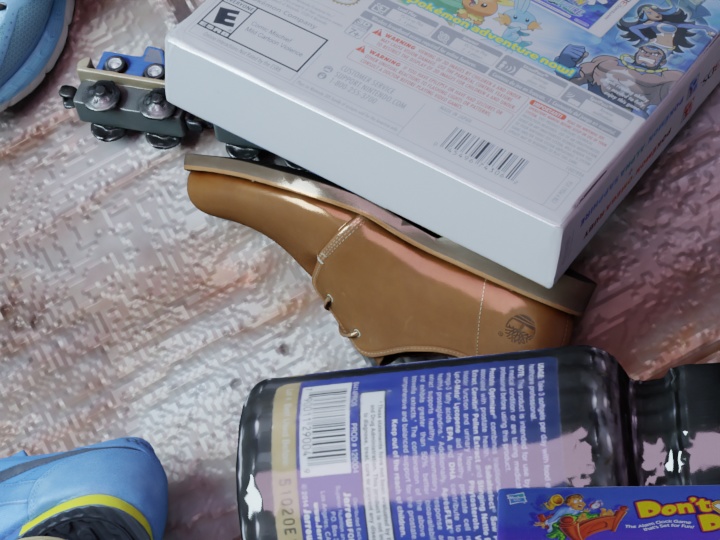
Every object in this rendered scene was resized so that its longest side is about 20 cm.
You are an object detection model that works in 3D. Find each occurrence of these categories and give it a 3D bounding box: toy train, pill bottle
[{"bbox_3d":[-0.042,-0.074,1.178,0.200,0.034,0.046,9,59,13],"label":"toy train"},{"bbox_3d":[0.056,0.090,1.050,0.200,0.112,0.112,-6,67,8],"label":"pill bottle"}]

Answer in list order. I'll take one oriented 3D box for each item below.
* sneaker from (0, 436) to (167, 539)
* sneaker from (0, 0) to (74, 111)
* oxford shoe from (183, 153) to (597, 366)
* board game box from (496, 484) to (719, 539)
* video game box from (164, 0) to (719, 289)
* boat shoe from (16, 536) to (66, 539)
[{"bbox_3d":[-0.174,0.126,1.113,0.200,0.066,0.078,-21,30,11],"label":"sneaker"},{"bbox_3d":[-0.168,-0.165,1.207,0.078,0.090,0.200,20,73,17],"label":"sneaker"},{"bbox_3d":[0.000,0.000,1.125,0.200,0.071,0.071,24,97,23],"label":"oxford shoe"},{"bbox_3d":[0.154,0.150,0.987,0.200,0.135,0.045,-1,28,4],"label":"board game box"},{"bbox_3d":[0.045,-0.099,1.131,0.200,0.047,0.182,27,52,19],"label":"video game box"},{"bbox_3d":[-0.127,0.208,1.027,0.072,0.072,0.200,-2,86,7],"label":"boat shoe"}]
